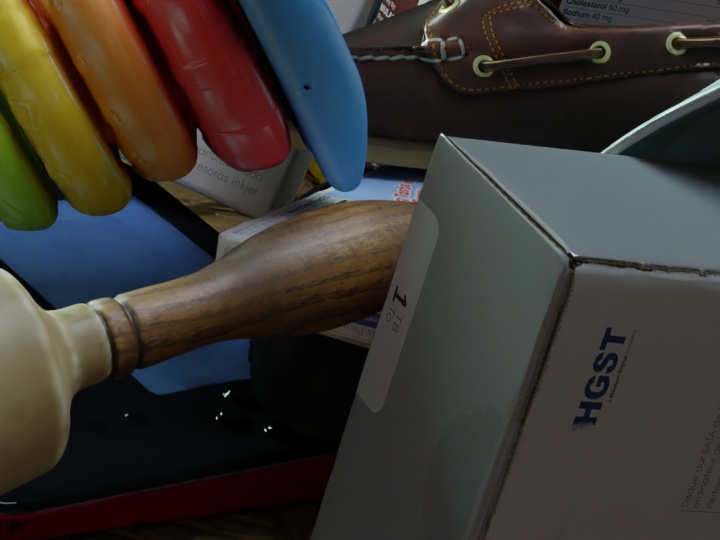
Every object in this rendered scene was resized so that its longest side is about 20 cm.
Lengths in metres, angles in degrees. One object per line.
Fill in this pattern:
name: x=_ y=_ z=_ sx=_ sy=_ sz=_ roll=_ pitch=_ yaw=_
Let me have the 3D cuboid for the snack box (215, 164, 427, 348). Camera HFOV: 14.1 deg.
snack box: x=0.029 y=-0.012 z=0.902 sx=0.072 sy=0.024 sz=0.200 roll=14 pitch=17 yaw=21

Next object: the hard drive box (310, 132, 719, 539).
hard drive box: x=0.099 y=0.056 z=0.795 sx=0.199 sy=0.157 sz=0.077 roll=6 pitch=25 yaw=-30

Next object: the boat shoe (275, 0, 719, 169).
boat shoe: x=0.052 y=-0.064 z=0.924 sx=0.199 sy=0.071 sz=0.070 roll=7 pitch=16 yaw=7

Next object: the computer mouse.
computer mouse: x=0.000 y=0.000 z=0.931 sx=0.058 sy=0.034 sz=0.200 roll=15 pitch=23 yaw=-3

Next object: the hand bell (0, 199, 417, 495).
hand bell: x=-0.059 y=0.014 z=0.757 sx=0.199 sy=0.105 sz=0.104 roll=-19 pitch=38 yaw=-27

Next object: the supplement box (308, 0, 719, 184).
supplement box: x=0.072 y=-0.112 z=1.108 sx=0.132 sy=0.201 sz=0.197 roll=6 pitch=25 yaw=-29

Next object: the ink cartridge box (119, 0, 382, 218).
ink cartridge box: x=-0.040 y=-0.130 z=1.002 sx=0.117 sy=0.201 sz=0.067 roll=24 pitch=0 yaw=3

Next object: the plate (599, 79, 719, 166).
plate: x=0.147 y=-0.029 z=0.840 sx=0.199 sy=0.200 sz=0.026 roll=5 pitch=60 yaw=-28

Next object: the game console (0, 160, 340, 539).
game console: x=-0.098 y=0.016 z=0.903 sx=0.176 sy=0.031 sz=0.200 roll=-3 pitch=30 yaw=-42

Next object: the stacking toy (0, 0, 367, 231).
stacking toy: x=-0.108 y=-0.046 z=0.850 sx=0.199 sy=0.116 sz=0.110 roll=-29 pitch=49 yaw=-1
